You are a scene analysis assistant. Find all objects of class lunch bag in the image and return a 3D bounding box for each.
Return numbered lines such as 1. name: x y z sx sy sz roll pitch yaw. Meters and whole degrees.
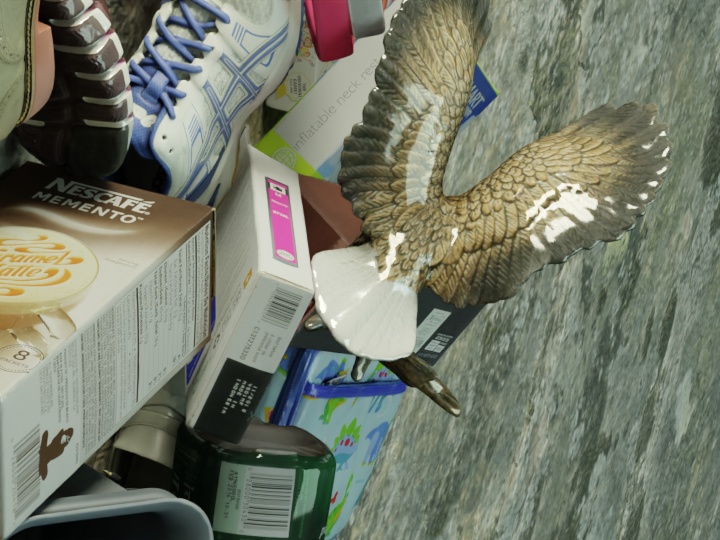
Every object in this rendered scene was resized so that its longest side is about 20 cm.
1. lunch bag: -0.043 0.095 1.545 0.162 0.082 0.200 -69 161 4

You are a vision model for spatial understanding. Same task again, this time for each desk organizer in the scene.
1. desk organizer: 0.000 0.000 1.475 0.072 0.077 0.200 -49 157 14

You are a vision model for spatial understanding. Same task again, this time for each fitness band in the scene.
1. fitness band: -0.024 -0.202 1.291 0.144 0.037 0.201 -108 -173 -45

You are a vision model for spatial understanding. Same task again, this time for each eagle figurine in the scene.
1. eagle figurine: 0.047 -0.042 1.309 0.200 0.151 0.151 -49 140 16

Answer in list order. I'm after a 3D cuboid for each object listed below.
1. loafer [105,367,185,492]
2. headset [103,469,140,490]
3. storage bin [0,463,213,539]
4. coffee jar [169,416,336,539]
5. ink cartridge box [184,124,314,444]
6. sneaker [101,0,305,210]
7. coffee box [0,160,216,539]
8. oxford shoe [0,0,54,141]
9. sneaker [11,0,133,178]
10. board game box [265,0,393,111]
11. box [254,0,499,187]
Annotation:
1. loafer: -0.107 0.097 1.421 0.070 0.070 0.201 -15 119 -76
2. headset: -0.114 0.175 1.298 0.094 0.200 0.124 -1 119 -34
3. storage bin: -0.174 0.182 1.204 0.145 0.134 0.201 -4 111 -34
4. coffee jar: -0.069 0.187 1.368 0.104 0.085 0.201 -148 -114 -73
5. ink cartridge box: -0.063 0.003 1.315 0.200 0.037 0.095 -104 -143 -63
6. sneaker: -0.091 -0.095 1.289 0.088 0.075 0.201 -29 143 -55
7. coffee box: -0.164 0.032 1.170 0.200 0.114 0.080 -47 145 -54
8. oxford shoe: -0.179 -0.126 1.082 0.074 0.070 0.201 -54 151 -38
9. sneaker: -0.131 -0.147 1.187 0.201 0.075 0.116 81 28 -45
10. board game box: -0.007 -0.209 1.518 0.134 0.034 0.201 -37 137 -58
11. box: 0.005 -0.086 1.504 0.200 0.048 0.122 -46 157 0
